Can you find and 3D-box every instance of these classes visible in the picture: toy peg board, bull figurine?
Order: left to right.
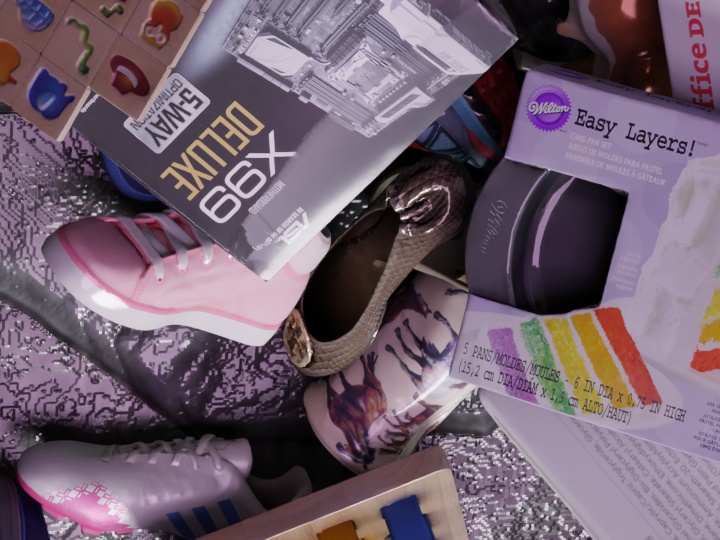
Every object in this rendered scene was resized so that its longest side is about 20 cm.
[{"bbox_3d":[-0.015,0.223,1.417,0.198,0.098,0.200,-21,155,-2],"label":"toy peg board"},{"bbox_3d":[0.138,-0.171,1.283,0.121,0.065,0.201,-16,110,6],"label":"bull figurine"}]

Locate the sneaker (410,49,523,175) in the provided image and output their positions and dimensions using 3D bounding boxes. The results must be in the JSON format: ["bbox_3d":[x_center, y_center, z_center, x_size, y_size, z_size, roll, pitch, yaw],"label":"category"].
[{"bbox_3d":[0.024,-0.114,1.306,0.095,0.080,0.200,-21,138,34],"label":"sneaker"}]

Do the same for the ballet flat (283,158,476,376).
[{"bbox_3d":[0.000,0.000,1.329,0.046,0.068,0.200,-9,154,-40],"label":"ballet flat"}]

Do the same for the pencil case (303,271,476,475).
[{"bbox_3d":[0.053,0.047,1.386,0.200,0.090,0.078,-45,148,12],"label":"pencil case"}]

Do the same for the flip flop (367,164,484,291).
[{"bbox_3d":[0.084,-0.021,1.305,0.058,0.199,0.081,29,81,-60],"label":"flip flop"}]

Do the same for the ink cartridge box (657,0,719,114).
[{"bbox_3d":[0.268,-0.144,1.213,0.199,0.085,0.145,0,117,27],"label":"ink cartridge box"}]

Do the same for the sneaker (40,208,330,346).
[{"bbox_3d":[-0.093,-0.020,1.291,0.105,0.075,0.200,-50,147,18],"label":"sneaker"}]

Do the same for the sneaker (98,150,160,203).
[{"bbox_3d":[-0.096,-0.119,1.253,0.074,0.082,0.201,12,118,-22],"label":"sneaker"}]

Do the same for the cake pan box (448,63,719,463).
[{"bbox_3d":[0.159,-0.003,1.226,0.199,0.052,0.185,18,100,15],"label":"cake pan box"}]

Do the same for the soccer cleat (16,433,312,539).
[{"bbox_3d":[-0.121,0.131,1.406,0.199,0.070,0.087,21,113,-32],"label":"soccer cleat"}]

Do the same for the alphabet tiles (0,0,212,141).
[{"bbox_3d":[-0.166,-0.174,1.156,0.200,0.008,0.168,35,102,15],"label":"alphabet tiles"}]

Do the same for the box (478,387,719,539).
[{"bbox_3d":[0.220,0.096,1.356,0.171,0.200,0.199,-45,156,14],"label":"box"}]

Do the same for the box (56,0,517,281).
[{"bbox_3d":[-0.041,-0.113,1.187,0.200,0.050,0.158,-43,115,15],"label":"box"}]

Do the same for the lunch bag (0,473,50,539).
[{"bbox_3d":[-0.279,0.216,1.372,0.132,0.136,0.200,26,111,-26],"label":"lunch bag"}]
